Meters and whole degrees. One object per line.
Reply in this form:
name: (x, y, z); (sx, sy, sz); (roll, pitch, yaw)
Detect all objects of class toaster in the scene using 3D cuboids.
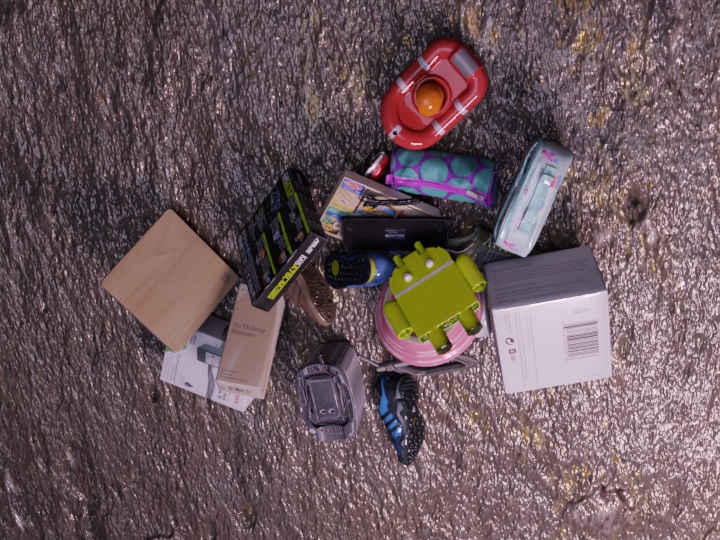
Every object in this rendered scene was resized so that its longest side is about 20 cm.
toaster: (-0.057, 0.230, 1.618); (0.111, 0.129, 0.204); (-8, 108, 16)

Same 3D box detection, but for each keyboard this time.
keyboard: (0.062, -0.086, 1.447); (0.195, 0.021, 0.129); (0, 134, 2)

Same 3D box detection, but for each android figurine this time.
android figurine: (0.125, 0.040, 1.399); (0.180, 0.041, 0.202); (-30, 62, 4)

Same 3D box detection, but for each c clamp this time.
c clamp: (0.119, 0.178, 1.544); (0.197, 0.170, 0.028); (-14, 62, 31)

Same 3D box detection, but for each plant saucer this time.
plant saucer: (0.117, 0.066, 1.440); (0.196, 0.051, 0.204); (-8, 63, 15)

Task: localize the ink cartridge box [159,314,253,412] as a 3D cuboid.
ink cartridge box: (-0.303, 0.184, 1.690); (0.196, 0.084, 0.148); (19, 113, 7)

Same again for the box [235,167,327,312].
box: (-0.153, -0.059, 1.513); (0.047, 0.202, 0.193); (25, 118, -36)

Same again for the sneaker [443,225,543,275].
sneaker: (0.232, -0.037, 1.480); (0.196, 0.067, 0.092); (-6, 113, 20)

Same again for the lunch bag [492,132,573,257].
lunch bag: (0.289, -0.130, 1.375); (0.076, 0.160, 0.203); (22, 105, 6)

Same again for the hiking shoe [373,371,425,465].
hiking shoe: (0.078, 0.300, 1.651); (0.086, 0.074, 0.204); (11, 115, 37)

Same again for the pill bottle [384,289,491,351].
pill bottle: (0.142, 0.086, 1.520); (0.196, 0.120, 0.122); (-5, 108, 16)

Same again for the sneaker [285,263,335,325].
sneaker: (-0.124, 0.026, 1.608); (0.075, 0.070, 0.202); (-27, 96, 39)

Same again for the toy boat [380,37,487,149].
toy boat: (0.118, -0.295, 1.385); (0.131, 0.131, 0.200); (46, 113, -4)

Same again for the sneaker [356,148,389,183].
sneaker: (0.019, -0.135, 1.509); (0.084, 0.078, 0.202); (22, 124, -6)

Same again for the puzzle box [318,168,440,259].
puzzle box: (0.031, -0.093, 1.473); (0.197, 0.026, 0.134); (20, 129, -16)

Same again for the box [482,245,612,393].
box: (0.329, 0.087, 1.426); (0.196, 0.132, 0.202); (-10, 125, 8)

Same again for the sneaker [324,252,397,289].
sneaker: (0.000, 0.000, 1.527); (0.199, 0.077, 0.068); (-1, 91, 58)

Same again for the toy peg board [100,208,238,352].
toy peg board: (-0.386, 0.023, 1.619); (0.199, 0.201, 0.097); (45, 157, -17)

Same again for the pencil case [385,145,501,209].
pencil case: (0.149, -0.166, 1.444); (0.196, 0.093, 0.086); (10, 129, 13)

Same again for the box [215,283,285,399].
box: (-0.213, 0.138, 1.588); (0.093, 0.078, 0.204); (8, 67, 3)
